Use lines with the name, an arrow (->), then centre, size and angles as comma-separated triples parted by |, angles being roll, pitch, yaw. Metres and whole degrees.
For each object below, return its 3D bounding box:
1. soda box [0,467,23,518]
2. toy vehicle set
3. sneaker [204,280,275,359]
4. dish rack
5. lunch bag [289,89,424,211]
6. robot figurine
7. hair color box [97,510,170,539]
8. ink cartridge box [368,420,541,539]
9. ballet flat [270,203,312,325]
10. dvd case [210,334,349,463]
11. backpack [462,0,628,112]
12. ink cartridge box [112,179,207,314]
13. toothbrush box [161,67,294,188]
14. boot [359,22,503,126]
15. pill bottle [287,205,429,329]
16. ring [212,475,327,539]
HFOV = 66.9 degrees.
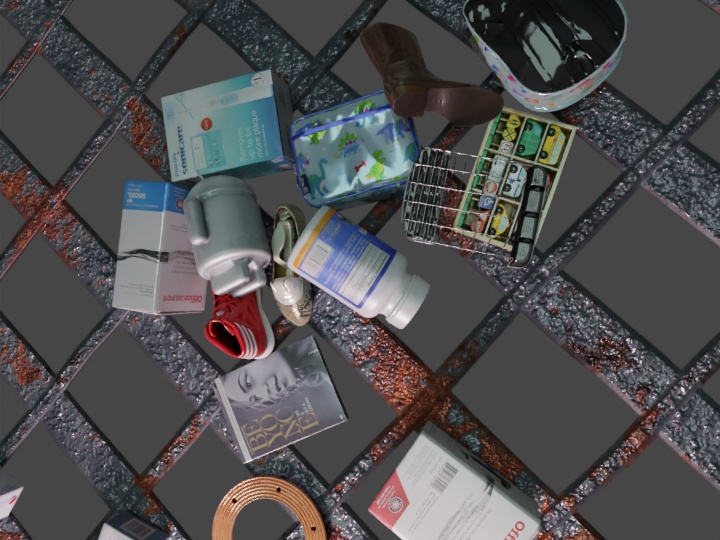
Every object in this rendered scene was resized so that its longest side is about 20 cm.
soda box -> -0.733, 0.381, 1.012 | 0.200, 0.064, 0.068 | 31, 95, 13
toy vehicle set -> 0.230, -0.135, 0.822 | 0.124, 0.027, 0.201 | 19, 92, 13
sneaker -> -0.208, 0.048, 0.871 | 0.078, 0.115, 0.201 | -32, 77, 10
dish rack -> 0.162, -0.095, 0.788 | 0.199, 0.055, 0.154 | 12, 89, 9
lunch bag -> -0.007, -0.186, 0.855 | 0.199, 0.082, 0.162 | -13, 82, 12
robot figurine -> -0.205, -0.061, 0.841 | 0.113, 0.169, 0.201 | -23, 73, 18
hair color box -> -0.413, 0.533, 0.931 | 0.099, 0.061, 0.201 | 21, 92, 14
ink cartridge box -> 0.136, 0.344, 0.795 | 0.200, 0.083, 0.147 | 36, 96, 13
ballet flat -> -0.119, -0.010, 0.875 | 0.068, 0.075, 0.201 | -4, 87, 15
dvd case -> -0.136, 0.213, 0.901 | 0.199, 0.016, 0.149 | -25, 82, 12
backpack -> 0.260, -0.327, 0.759 | 0.177, 0.150, 0.200 | -38, 73, 12
ink cartridge box -> -0.314, -0.034, 0.887 | 0.084, 0.145, 0.201 | 5, 88, 15
toothbrush box -> -0.214, -0.228, 0.903 | 0.199, 0.085, 0.147 | -9, 86, 14
boot -> 0.104, -0.307, 0.830 | 0.186, 0.064, 0.201 | 1, 48, -21
pill bottle -> 0.000, 0.000, 0.820 | 0.200, 0.112, 0.112 | 33, 95, -2
ring -> -0.149, 0.437, 0.893 | 0.199, 0.019, 0.202 | -1, 87, 14
